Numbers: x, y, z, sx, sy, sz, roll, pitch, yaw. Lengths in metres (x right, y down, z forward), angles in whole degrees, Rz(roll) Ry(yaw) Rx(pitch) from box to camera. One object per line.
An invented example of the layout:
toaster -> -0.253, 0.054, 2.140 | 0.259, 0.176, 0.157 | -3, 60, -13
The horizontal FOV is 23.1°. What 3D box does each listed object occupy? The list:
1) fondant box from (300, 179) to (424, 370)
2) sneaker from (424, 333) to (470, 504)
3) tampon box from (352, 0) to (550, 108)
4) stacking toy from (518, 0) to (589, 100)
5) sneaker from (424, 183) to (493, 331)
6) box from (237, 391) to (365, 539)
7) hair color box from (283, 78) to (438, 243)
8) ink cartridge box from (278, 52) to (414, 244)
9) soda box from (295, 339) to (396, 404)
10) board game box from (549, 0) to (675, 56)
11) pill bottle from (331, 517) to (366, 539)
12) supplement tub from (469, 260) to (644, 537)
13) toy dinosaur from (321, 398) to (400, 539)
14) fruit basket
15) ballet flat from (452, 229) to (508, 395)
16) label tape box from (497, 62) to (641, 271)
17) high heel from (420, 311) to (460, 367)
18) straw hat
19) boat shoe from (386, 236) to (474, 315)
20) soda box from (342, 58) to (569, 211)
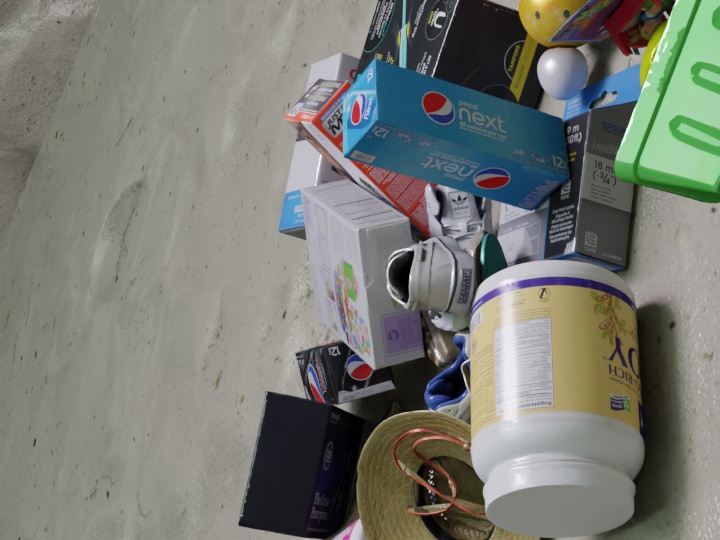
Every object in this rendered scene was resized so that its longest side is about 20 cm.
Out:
fondant box -> 0.000, 0.000, 1.784 | 0.200, 0.058, 0.145 | -140, 41, -68
sneaker -> 0.091, 0.141, 1.696 | 0.201, 0.088, 0.075 | -68, 26, 20
tampon box -> 0.094, -0.211, 1.844 | 0.200, 0.125, 0.151 | 31, 104, 65
stacking toy -> 0.197, -0.263, 1.677 | 0.146, 0.145, 0.202 | 174, 95, -65
sneaker -> 0.097, -0.022, 1.712 | 0.200, 0.074, 0.116 | -90, -6, -67
box -> -0.060, 0.212, 1.883 | 0.200, 0.078, 0.142 | 41, -122, -76
hair color box -> 0.021, -0.111, 1.843 | 0.064, 0.200, 0.111 | -47, 17, -6
ink cartridge box -> 0.005, -0.125, 1.971 | 0.084, 0.144, 0.202 | -9, 68, 64
soda box -> -0.019, 0.108, 1.907 | 0.200, 0.070, 0.064 | 155, 100, -79
board game box -> 0.252, -0.223, 1.483 | 0.158, 0.200, 0.039 | -35, 81, 26
pill bottle -> -0.002, 0.321, 1.763 | 0.200, 0.113, 0.114 | -46, 37, 49
supplement tub -> 0.164, 0.108, 1.478 | 0.145, 0.144, 0.201 | -41, 41, 52
toy dinosaur -> 0.017, 0.213, 1.827 | 0.088, 0.047, 0.200 | -32, 20, 52
fruit basket -> 0.276, -0.159, 1.407 | 0.215, 0.155, 0.217 | -13, 73, 47
ballet flat -> 0.114, 0.065, 1.604 | 0.062, 0.067, 0.202 | -13, 91, 29
label tape box -> 0.193, -0.093, 1.633 | 0.144, 0.063, 0.202 | -19, 60, 62
high heel -> 0.060, 0.082, 1.815 | 0.143, 0.071, 0.200 | -59, 15, 26
straw hat -> 0.096, 0.208, 1.637 | 0.085, 0.201, 0.202 | -35, -21, -56
boat shoe -> 0.054, 0.007, 1.591 | 0.200, 0.065, 0.073 | -129, 46, -79
soda box -> 0.085, -0.118, 1.559 | 0.064, 0.199, 0.068 | -43, 40, 48
